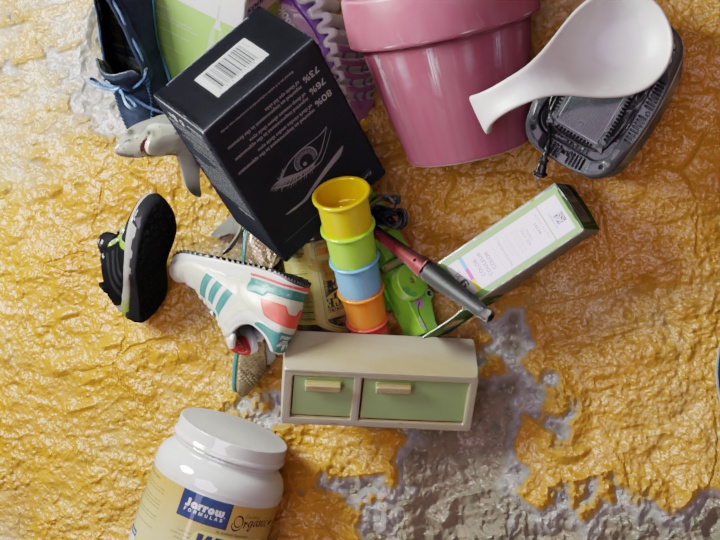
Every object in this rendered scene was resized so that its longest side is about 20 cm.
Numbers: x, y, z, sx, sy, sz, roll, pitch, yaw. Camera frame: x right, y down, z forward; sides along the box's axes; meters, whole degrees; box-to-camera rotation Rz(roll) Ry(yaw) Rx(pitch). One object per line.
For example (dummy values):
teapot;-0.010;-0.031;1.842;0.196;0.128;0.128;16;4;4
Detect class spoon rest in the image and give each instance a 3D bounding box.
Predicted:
spoon rest;0.197;-0.189;1.455;0.199;0.061;0.100;-27;88;9

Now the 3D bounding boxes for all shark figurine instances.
shark figurine;-0.168;-0.122;1.646;0.128;0.215;0.089;-50;47;-7

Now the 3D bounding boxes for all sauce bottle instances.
sauce bottle;-0.040;0.045;1.665;0.066;0.066;0.202;-7;104;16

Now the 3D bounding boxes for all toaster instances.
toaster;0.244;-0.168;1.549;0.113;0.129;0.201;31;99;14

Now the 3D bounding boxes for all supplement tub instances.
supplement tub;-0.167;0.263;1.674;0.144;0.144;0.201;21;98;15

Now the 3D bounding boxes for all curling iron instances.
curling iron;0.065;-0.012;1.555;0.200;0.025;0.050;47;123;35

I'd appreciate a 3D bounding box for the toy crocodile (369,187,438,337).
toy crocodile;0.030;-0.017;1.655;0.201;0.062;0.067;61;146;6

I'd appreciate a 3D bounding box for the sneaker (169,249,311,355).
sneaker;-0.138;0.036;1.625;0.199;0.070;0.094;10;86;42

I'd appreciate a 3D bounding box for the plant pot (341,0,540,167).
plant pot;0.092;-0.207;1.571;0.198;0.200;0.180;-8;105;16

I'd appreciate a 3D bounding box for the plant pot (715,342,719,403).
plant pot;0.446;0.094;1.495;0.198;0.135;0.202;0;91;17

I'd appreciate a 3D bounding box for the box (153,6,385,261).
box;-0.088;-0.135;1.569;0.148;0.200;0.104;-41;44;-12

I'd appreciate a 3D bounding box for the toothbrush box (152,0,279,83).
toothbrush box;-0.172;-0.253;1.642;0.145;0.086;0.201;27;136;14

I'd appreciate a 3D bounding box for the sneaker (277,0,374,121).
sneaker;-0.055;-0.240;1.666;0.088;0.080;0.201;-27;79;22

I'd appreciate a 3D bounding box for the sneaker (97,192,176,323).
sneaker;-0.255;-0.018;1.685;0.083;0.072;0.201;34;141;14

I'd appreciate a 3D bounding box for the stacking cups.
stacking cups;0.000;0.000;1.602;0.060;0.061;0.201;-2;128;16

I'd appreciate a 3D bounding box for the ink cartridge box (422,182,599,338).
ink cartridge box;0.142;-0.010;1.597;0.199;0.104;0.060;-35;82;15

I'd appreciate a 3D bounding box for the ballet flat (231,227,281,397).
ballet flat;-0.100;0.040;1.690;0.065;0.071;0.202;5;96;6

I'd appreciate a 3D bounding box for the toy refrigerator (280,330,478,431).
toy refrigerator;0.018;0.116;1.609;0.198;0.070;0.076;4;127;-4

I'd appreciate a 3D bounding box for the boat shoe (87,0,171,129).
boat shoe;-0.249;-0.218;1.611;0.084;0.069;0.201;12;131;28
